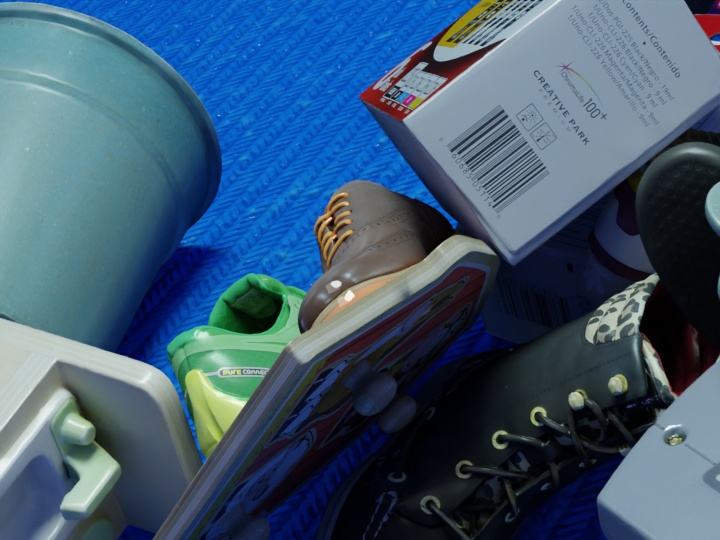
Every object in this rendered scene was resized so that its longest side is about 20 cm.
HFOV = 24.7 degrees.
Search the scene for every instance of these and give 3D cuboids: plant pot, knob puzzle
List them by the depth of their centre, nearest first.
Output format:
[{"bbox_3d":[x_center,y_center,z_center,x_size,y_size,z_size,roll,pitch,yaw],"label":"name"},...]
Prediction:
[{"bbox_3d":[0.002,0.059,0.718,0.220,0.220,0.030,-38,76,-26],"label":"knob puzzle"},{"bbox_3d":[-0.200,-0.015,0.941,0.200,0.200,0.196,-4,45,20],"label":"plant pot"}]

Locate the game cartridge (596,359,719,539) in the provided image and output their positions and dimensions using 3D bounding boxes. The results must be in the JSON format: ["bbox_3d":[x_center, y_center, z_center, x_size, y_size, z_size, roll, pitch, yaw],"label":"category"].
[{"bbox_3d":[0.192,0.061,0.599,0.200,0.042,0.133,-33,34,-17],"label":"game cartridge"}]

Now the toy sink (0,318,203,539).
[{"bbox_3d":[-0.187,0.105,0.797,0.200,0.130,0.112,15,50,25],"label":"toy sink"}]

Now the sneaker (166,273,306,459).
[{"bbox_3d":[-0.027,0.034,0.826,0.074,0.084,0.200,-33,-4,25],"label":"sneaker"}]

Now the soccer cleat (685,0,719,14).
[{"bbox_3d":[0.197,-0.185,1.082,0.086,0.070,0.200,22,51,42],"label":"soccer cleat"}]

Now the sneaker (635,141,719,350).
[{"bbox_3d":[0.200,0.000,0.740,0.067,0.201,0.108,-39,17,32],"label":"sneaker"}]

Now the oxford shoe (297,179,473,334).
[{"bbox_3d":[0.000,0.000,0.777,0.071,0.073,0.200,-48,-7,14],"label":"oxford shoe"}]

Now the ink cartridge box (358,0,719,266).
[{"bbox_3d":[0.100,-0.101,0.798,0.176,0.084,0.200,-38,11,0],"label":"ink cartridge box"}]

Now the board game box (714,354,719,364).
[{"bbox_3d":[0.229,0.106,0.640,0.200,0.105,0.103,8,43,34],"label":"board game box"}]

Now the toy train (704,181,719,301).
[{"bbox_3d":[0.190,-0.008,0.587,0.114,0.085,0.200,5,40,1],"label":"toy train"}]

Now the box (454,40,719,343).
[{"bbox_3d":[0.152,-0.044,0.903,0.095,0.078,0.200,17,48,41],"label":"box"}]

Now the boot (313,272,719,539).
[{"bbox_3d":[0.068,0.085,0.718,0.154,0.073,0.204,-30,17,42],"label":"boot"}]

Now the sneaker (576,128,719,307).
[{"bbox_3d":[0.188,-0.015,0.822,0.200,0.090,0.075,7,36,-39],"label":"sneaker"}]
